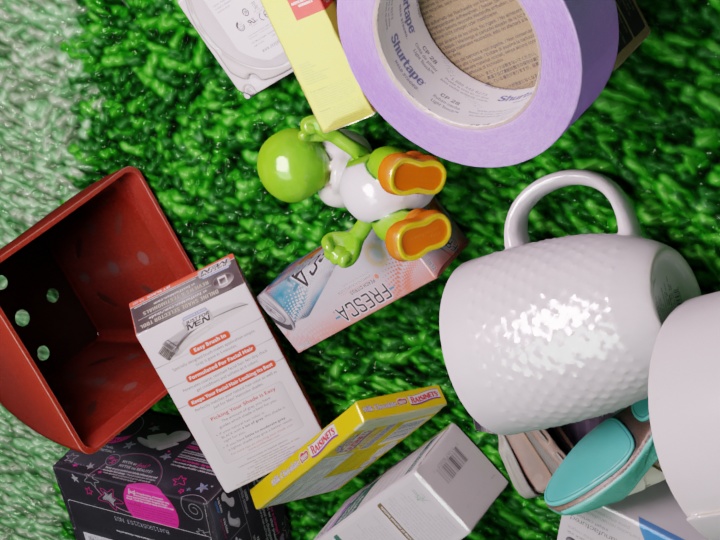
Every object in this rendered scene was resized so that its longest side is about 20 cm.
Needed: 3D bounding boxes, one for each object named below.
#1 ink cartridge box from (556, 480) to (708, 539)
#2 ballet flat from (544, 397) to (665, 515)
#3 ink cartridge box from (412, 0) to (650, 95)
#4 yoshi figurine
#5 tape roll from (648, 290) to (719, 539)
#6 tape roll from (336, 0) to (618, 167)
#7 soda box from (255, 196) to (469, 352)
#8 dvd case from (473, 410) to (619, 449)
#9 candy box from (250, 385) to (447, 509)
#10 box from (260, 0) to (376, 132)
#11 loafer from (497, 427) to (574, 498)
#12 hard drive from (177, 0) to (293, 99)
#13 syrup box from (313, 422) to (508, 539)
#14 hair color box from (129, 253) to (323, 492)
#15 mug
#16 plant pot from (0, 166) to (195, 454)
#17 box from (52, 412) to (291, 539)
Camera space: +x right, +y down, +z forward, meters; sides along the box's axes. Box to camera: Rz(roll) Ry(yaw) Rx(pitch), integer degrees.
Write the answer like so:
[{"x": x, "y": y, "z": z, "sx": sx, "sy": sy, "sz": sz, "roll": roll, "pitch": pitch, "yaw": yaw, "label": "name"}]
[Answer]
[{"x": 0.246, "y": 0.257, "z": 1.718, "sx": 0.145, "sy": 0.084, "sz": 0.200, "roll": 25, "pitch": 138, "yaw": 20, "label": "ink cartridge box"}, {"x": 0.236, "y": 0.136, "z": 1.615, "sx": 0.070, "sy": 0.067, "sz": 0.200, "roll": 32, "pitch": 105, "yaw": -25, "label": "ballet flat"}, {"x": 0.095, "y": -0.206, "z": 1.511, "sx": 0.200, "sy": 0.075, "sz": 0.165, "roll": -17, "pitch": 108, "yaw": 43, "label": "ink cartridge box"}, {"x": -0.017, "y": -0.071, "z": 1.626, "sx": 0.112, "sy": 0.112, "sz": 0.200, "roll": 39, "pitch": 173, "yaw": -34, "label": "yoshi figurine"}, {"x": 0.304, "y": 0.111, "z": 1.498, "sx": 0.071, "sy": 0.202, "sz": 0.203, "roll": -16, "pitch": 111, "yaw": 41, "label": "tape roll"}, {"x": 0.084, "y": -0.177, "z": 1.440, "sx": 0.200, "sy": 0.066, "sz": 0.200, "roll": 20, "pitch": 131, "yaw": 24, "label": "tape roll"}, {"x": 0.000, "y": 0.000, "z": 1.739, "sx": 0.200, "sy": 0.064, "sz": 0.068, "roll": -30, "pitch": 101, "yaw": 44, "label": "soda box"}, {"x": 0.178, "y": 0.092, "z": 1.709, "sx": 0.200, "sy": 0.016, "sz": 0.149, "roll": 9, "pitch": 125, "yaw": 32, "label": "dvd case"}, {"x": -0.013, "y": 0.165, "z": 1.845, "sx": 0.200, "sy": 0.102, "sz": 0.026, "roll": -42, "pitch": 63, "yaw": 46, "label": "candy box"}, {"x": -0.042, "y": -0.214, "z": 1.563, "sx": 0.050, "sy": 0.075, "sz": 0.200, "roll": -18, "pitch": 108, "yaw": 21, "label": "box"}, {"x": 0.138, "y": 0.107, "z": 1.700, "sx": 0.063, "sy": 0.072, "sz": 0.200, "roll": -12, "pitch": 120, "yaw": 23, "label": "loafer"}, {"x": -0.102, "y": -0.253, "z": 1.648, "sx": 0.140, "sy": 0.038, "sz": 0.200, "roll": -24, "pitch": 104, "yaw": 44, "label": "hard drive"}, {"x": 0.041, "y": 0.231, "z": 1.866, "sx": 0.081, "sy": 0.079, "sz": 0.200, "roll": 47, "pitch": 136, "yaw": -3, "label": "syrup box"}, {"x": -0.121, "y": 0.097, "z": 1.839, "sx": 0.111, "sy": 0.064, "sz": 0.200, "roll": -25, "pitch": 122, "yaw": 0, "label": "hair color box"}, {"x": 0.172, "y": 0.018, "z": 1.576, "sx": 0.175, "sy": 0.148, "sz": 0.200, "roll": -16, "pitch": 75, "yaw": 35, "label": "mug"}, {"x": -0.283, "y": 0.042, "z": 1.896, "sx": 0.176, "sy": 0.200, "sz": 0.200, "roll": -7, "pitch": 116, "yaw": 51, "label": "plant pot"}, {"x": -0.189, "y": 0.234, "z": 2.012, "sx": 0.200, "sy": 0.115, "sz": 0.132, "roll": 9, "pitch": 127, "yaw": 33, "label": "box"}]
